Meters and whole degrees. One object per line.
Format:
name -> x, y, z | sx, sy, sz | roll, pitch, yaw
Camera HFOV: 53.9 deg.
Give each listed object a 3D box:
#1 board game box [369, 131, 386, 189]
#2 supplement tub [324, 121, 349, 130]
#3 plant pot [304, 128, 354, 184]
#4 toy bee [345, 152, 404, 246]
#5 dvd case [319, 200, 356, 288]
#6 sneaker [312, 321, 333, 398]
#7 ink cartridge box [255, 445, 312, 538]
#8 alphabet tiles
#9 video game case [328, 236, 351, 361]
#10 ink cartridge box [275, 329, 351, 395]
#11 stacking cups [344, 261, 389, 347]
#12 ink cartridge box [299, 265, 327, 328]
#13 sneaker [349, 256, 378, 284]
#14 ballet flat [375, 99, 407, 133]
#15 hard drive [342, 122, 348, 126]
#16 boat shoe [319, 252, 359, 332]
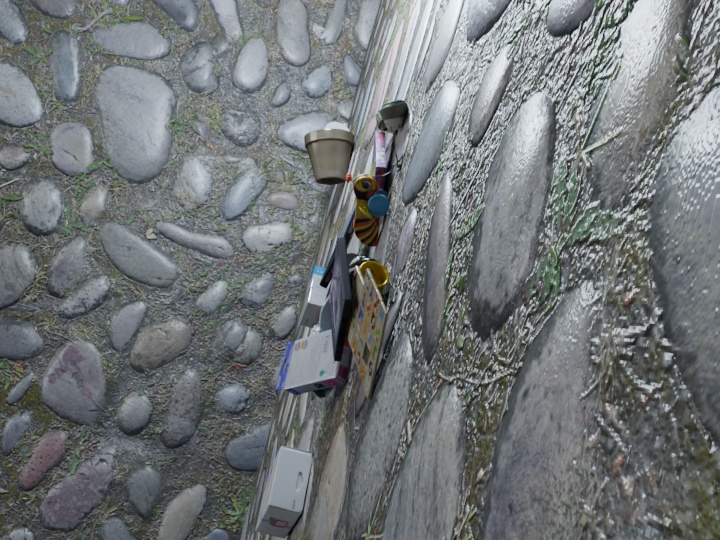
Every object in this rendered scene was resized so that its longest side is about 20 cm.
board game box -> 0.040, -0.229, 1.650 | 0.202, 0.031, 0.123 | -88, 1, -57
supplement tub -> -0.121, -0.531, 3.066 | 0.201, 0.119, 0.125 | 116, 167, -51
plant pot -> -0.117, -0.430, 2.728 | 0.200, 0.194, 0.179 | 146, 121, -78
toy bee -> 0.012, -0.161, 1.514 | 0.131, 0.106, 0.205 | 175, 110, -83
dvd case -> -0.037, -0.076, 1.669 | 0.151, 0.024, 0.203 | 121, 172, -56
sneaker -> -0.077, 0.217, 1.632 | 0.203, 0.073, 0.088 | -85, -8, -47
ink cartridge box -> -0.183, 0.528, 1.682 | 0.201, 0.083, 0.147 | 117, 166, -51
alphabet tiles -> 0.006, 0.087, 1.210 | 0.201, 0.007, 0.171 | -113, 29, -56
video game case -> -0.040, 0.058, 1.353 | 0.202, 0.018, 0.146 | 99, 167, -51
ink cartridge box -> -0.100, 0.200, 1.538 | 0.197, 0.042, 0.122 | -19, 49, 39
stacking cups -> -0.001, 0.069, 1.347 | 0.202, 0.059, 0.062 | 113, 169, -47
ink cartridge box -> -0.141, 0.100, 2.241 | 0.117, 0.065, 0.203 | 114, 168, -45
sneaker -> 0.000, 0.000, 1.422 | 0.200, 0.072, 0.082 | 132, 155, -72
ballet flat -> 0.075, -0.353, 1.643 | 0.200, 0.066, 0.066 | -127, 26, -81
hard drive -> -0.101, -0.594, 3.383 | 0.132, 0.026, 0.205 | -158, 82, -82
boat shoe -> -0.047, 0.063, 1.670 | 0.091, 0.069, 0.205 | 136, 155, -77
